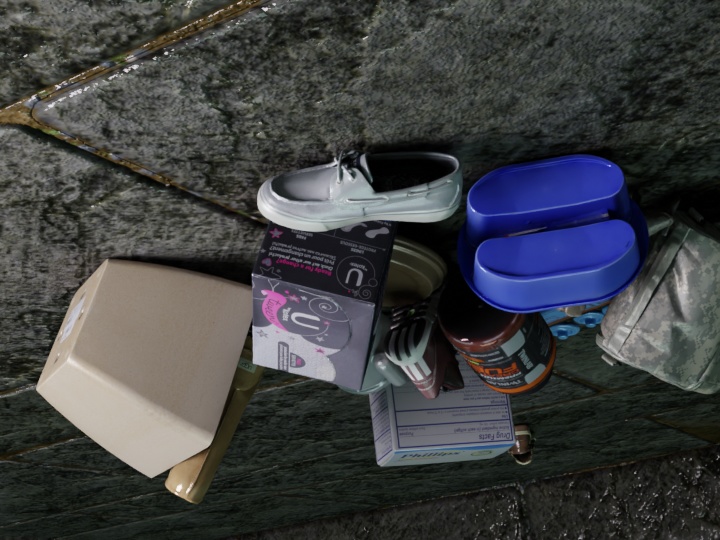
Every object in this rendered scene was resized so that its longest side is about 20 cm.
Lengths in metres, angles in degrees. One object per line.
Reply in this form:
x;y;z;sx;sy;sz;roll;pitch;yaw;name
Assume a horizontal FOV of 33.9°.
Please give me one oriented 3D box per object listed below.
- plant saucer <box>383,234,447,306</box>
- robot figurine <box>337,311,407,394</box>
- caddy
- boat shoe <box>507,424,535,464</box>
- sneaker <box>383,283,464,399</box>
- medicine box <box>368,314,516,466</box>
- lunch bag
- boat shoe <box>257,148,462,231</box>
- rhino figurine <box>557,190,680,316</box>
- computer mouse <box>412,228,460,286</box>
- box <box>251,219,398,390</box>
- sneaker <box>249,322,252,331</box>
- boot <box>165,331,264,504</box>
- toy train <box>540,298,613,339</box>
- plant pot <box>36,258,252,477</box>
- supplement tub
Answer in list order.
0.000;0.000;1.357;0.199;0.030;0.200;8;159;3;plant saucer
-0.011;0.094;1.546;0.113;0.169;0.200;-50;149;-4;robot figurine
0.197;-0.034;1.217;0.199;0.142;0.105;-8;159;8;caddy
0.360;0.404;2.679;0.074;0.075;0.202;-10;161;11;boat shoe
0.089;0.085;1.431;0.075;0.116;0.200;-20;-158;28;sneaker
0.109;0.167;1.688;0.181;0.201;0.103;-2;161;-15;medicine box
0.376;0.031;1.385;0.167;0.139;0.201;13;109;-48;lunch bag
0.001;-0.087;1.130;0.199;0.070;0.072;-3;142;-7;boat shoe
0.268;-0.024;1.297;0.200;0.060;0.087;-37;-162;3;rhino figurine
0.168;-0.026;1.355;0.199;0.044;0.110;-14;143;16;computer mouse
-0.042;0.025;1.241;0.131;0.115;0.200;13;148;3;box
-0.101;0.058;1.428;0.082;0.074;0.200;18;171;-32;sneaker
-0.172;0.169;1.433;0.066;0.201;0.175;25;178;-1;boot
0.271;0.027;1.523;0.114;0.087;0.200;16;155;-31;toy train
-0.258;0.100;1.372;0.176;0.201;0.200;26;149;-20;plant pot
0.170;0.080;1.397;0.106;0.108;0.200;-13;148;20;supplement tub
